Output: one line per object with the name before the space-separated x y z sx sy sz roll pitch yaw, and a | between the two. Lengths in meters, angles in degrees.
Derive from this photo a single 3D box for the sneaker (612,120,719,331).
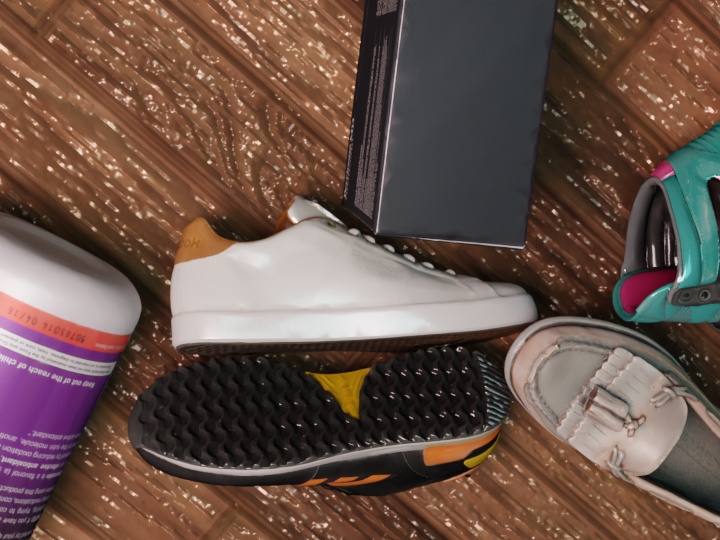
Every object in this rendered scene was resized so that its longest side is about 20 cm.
sneaker | 0.203 0.020 0.776 0.120 0.084 0.200 -18 92 -9

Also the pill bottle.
pill bottle | -0.200 0.076 0.721 0.112 0.112 0.200 26 94 -10

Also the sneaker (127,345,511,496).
sneaker | -0.022 0.095 0.761 0.199 0.070 0.090 -4 141 -8

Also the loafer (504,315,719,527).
loafer | 0.164 0.088 0.764 0.200 0.063 0.072 32 100 -30

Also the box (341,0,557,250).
box | 0.045 -0.120 0.710 0.079 0.141 0.201 6 97 -10

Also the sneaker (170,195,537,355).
sneaker | 0.000 0.000 0.757 0.199 0.073 0.085 1 77 -17
